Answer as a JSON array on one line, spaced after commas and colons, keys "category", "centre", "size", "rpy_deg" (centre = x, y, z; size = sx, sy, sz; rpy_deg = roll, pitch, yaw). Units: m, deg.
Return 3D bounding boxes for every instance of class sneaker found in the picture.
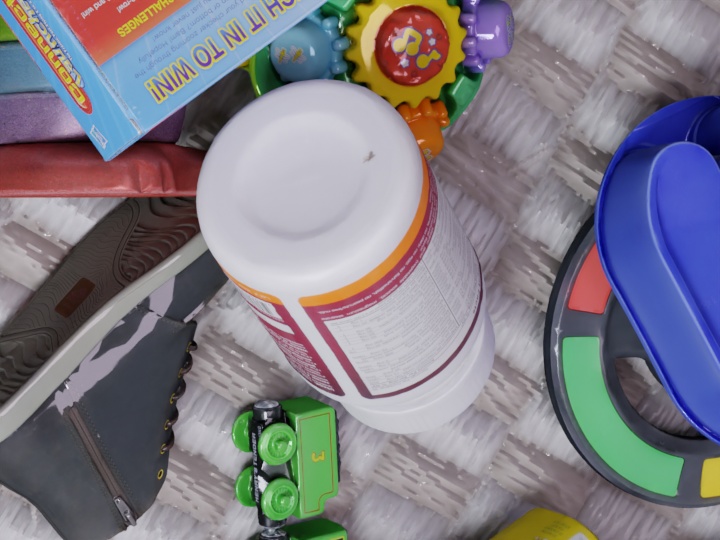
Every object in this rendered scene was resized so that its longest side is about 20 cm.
[{"category": "sneaker", "centre": [-0.107, 0.040, 1.338], "size": [0.200, 0.075, 0.106], "rpy_deg": [-43, 124, -6]}]

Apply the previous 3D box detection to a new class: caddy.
[{"category": "caddy", "centre": [0.209, 0.000, 1.388], "size": [0.141, 0.105, 0.201], "rpy_deg": [-27, 87, -14]}]

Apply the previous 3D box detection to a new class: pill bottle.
[{"category": "pill bottle", "centre": [0.000, 0.000, 1.298], "size": [0.110, 0.109, 0.200], "rpy_deg": [-45, 151, -7]}]

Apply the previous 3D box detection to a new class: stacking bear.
[{"category": "stacking bear", "centre": [-0.128, -0.136, 1.263], "size": [0.113, 0.121, 0.202], "rpy_deg": [0, 91, 20]}]

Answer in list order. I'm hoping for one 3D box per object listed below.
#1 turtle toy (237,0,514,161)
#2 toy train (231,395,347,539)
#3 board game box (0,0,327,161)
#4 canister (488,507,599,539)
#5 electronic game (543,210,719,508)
[{"category": "turtle toy", "centre": [0.022, -0.136, 1.324], "size": [0.145, 0.101, 0.201], "rpy_deg": [35, 88, -25]}, {"category": "toy train", "centre": [-0.033, 0.162, 1.405], "size": [0.056, 0.042, 0.201], "rpy_deg": [-11, 107, -31]}, {"category": "board game box", "centre": [-0.091, -0.187, 1.200], "size": [0.200, 0.056, 0.196], "rpy_deg": [-38, 95, -25]}, {"category": "canister", "centre": [0.055, 0.235, 1.408], "size": [0.199, 0.086, 0.149], "rpy_deg": [-32, 116, -29]}, {"category": "electronic game", "centre": [0.192, 0.033, 1.465], "size": [0.199, 0.042, 0.201], "rpy_deg": [-5, 104, -21]}]
